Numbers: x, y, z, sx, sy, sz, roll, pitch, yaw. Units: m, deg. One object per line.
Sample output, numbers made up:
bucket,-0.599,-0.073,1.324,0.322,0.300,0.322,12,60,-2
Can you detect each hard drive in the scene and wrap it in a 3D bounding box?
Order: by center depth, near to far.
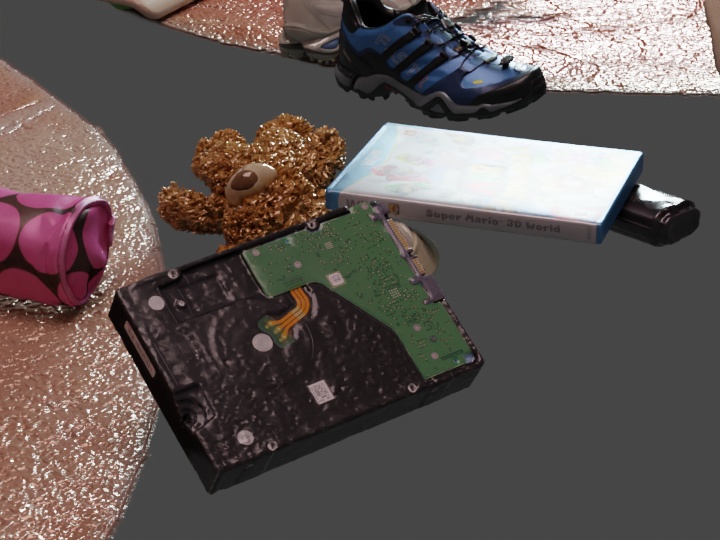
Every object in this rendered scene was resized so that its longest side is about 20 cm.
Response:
hard drive,-0.040,0.044,1.385,0.200,0.038,0.140,-22,68,-27

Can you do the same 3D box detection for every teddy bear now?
teddy bear,-0.079,-0.072,1.660,0.145,0.067,0.200,-1,27,12

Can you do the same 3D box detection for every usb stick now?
usb stick,0.161,-0.060,1.636,0.055,0.033,0.200,-19,30,-41

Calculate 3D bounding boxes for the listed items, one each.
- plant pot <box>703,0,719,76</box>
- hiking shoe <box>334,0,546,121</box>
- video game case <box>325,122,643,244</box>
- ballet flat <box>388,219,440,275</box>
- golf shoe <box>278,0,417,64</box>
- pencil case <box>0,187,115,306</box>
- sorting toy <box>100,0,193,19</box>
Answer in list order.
plant pot,0.362,-0.174,1.683,0.183,0.201,0.201,-12,25,12
hiking shoe,0.060,-0.179,1.824,0.200,0.087,0.074,12,31,30
video game case,0.091,-0.065,1.587,0.200,0.018,0.143,7,26,17
ballet flat,0.000,0.000,1.508,0.069,0.070,0.200,9,30,24
golf shoe,-0.005,-0.261,1.987,0.078,0.097,0.200,7,28,26
pencil case,-0.270,-0.030,1.592,0.200,0.091,0.094,12,20,25
sorting toy,-0.225,-0.297,2.165,0.200,0.037,0.185,19,35,30
